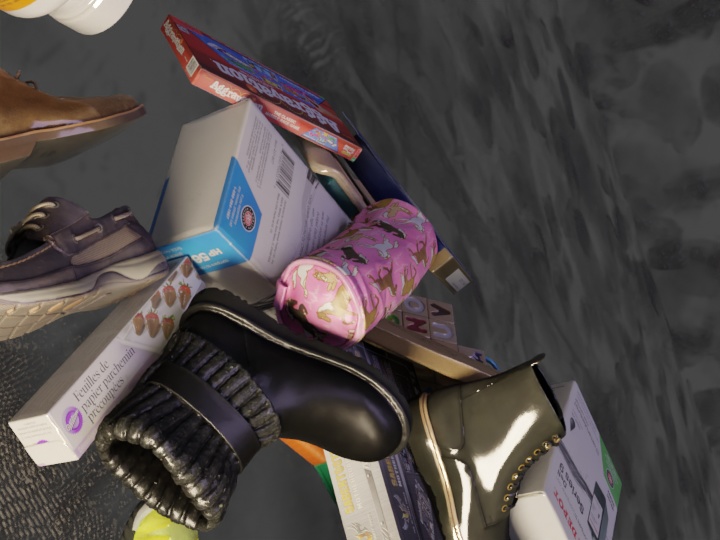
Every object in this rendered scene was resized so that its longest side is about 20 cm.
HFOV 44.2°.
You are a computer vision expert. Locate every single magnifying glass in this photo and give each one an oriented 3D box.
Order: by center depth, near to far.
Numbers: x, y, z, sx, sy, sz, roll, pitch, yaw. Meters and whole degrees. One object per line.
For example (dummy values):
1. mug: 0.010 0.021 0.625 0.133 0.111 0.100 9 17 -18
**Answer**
1. magnifying glass: -0.023 0.188 0.849 0.200 0.079 0.023 43 43 -30

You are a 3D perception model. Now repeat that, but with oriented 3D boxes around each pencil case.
1. pencil case: 0.000 0.000 0.776 0.084 0.085 0.200 68 28 -11

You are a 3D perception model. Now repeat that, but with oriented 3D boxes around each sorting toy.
1. sorting toy: -0.021 -0.095 0.956 0.200 0.036 0.186 45 10 -43

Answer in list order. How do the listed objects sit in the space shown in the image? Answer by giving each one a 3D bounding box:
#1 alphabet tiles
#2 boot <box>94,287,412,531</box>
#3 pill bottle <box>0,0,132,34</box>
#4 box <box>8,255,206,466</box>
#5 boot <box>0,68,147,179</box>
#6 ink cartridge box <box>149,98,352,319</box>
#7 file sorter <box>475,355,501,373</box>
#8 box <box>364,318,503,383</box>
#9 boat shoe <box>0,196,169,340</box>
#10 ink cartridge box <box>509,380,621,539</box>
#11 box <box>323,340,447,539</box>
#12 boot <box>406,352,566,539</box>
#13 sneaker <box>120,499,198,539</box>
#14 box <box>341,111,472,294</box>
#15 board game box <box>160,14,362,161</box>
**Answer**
1. alphabet tiles: 0.064 0.096 0.970 0.164 0.008 0.202 13 40 -12
2. boot: -0.069 0.120 0.636 0.208 0.080 0.159 27 38 -4
3. pill bottle: -0.244 -0.240 0.589 0.199 0.109 0.113 25 55 -56
4. box: -0.175 0.059 0.649 0.039 0.041 0.201 62 29 -22
5. boot: -0.225 -0.111 0.614 0.076 0.073 0.200 62 30 -3
6. ink cartridge box: -0.087 -0.028 0.809 0.200 0.083 0.148 49 38 -42
7. file sorter: 0.097 0.211 0.988 0.124 0.137 0.201 58 32 -22
8. box: 0.078 0.085 0.874 0.197 0.163 0.022 25 90 -12
9. boat shoe: -0.209 -0.006 0.597 0.074 0.074 0.200 64 19 1
10. ink cartridge box: 0.200 0.235 0.922 0.148 0.083 0.200 63 30 -14
11. box: 0.025 0.168 0.788 0.158 0.048 0.203 29 39 -59
12. boot: 0.134 0.185 0.770 0.203 0.137 0.077 65 18 -4
13. sneaker: -0.125 0.251 0.610 0.075 0.075 0.204 29 51 -52
14. box: 0.041 -0.070 0.939 0.201 0.032 0.121 56 7 20
15. board game box: -0.091 -0.171 0.845 0.198 0.020 0.104 20 28 -43
